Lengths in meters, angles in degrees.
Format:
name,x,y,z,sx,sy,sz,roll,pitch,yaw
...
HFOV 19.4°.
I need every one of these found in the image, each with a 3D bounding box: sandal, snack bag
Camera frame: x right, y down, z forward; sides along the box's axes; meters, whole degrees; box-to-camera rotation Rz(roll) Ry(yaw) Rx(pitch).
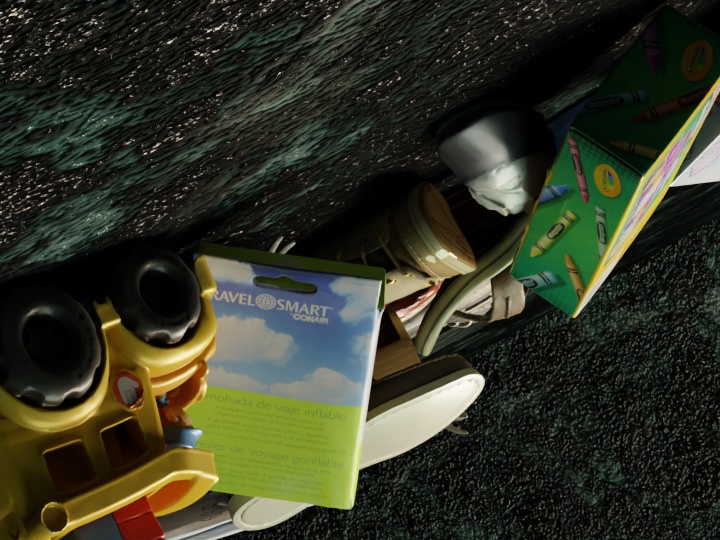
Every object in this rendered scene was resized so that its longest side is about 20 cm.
name,x,y,z,sx,sy,sz,roll,pitch,yaw
sandal,0.110,0.002,1.566,0.201,0.057,0.080,-43,-174,27
snack bag,-0.105,0.182,1.701,0.188,0.021,0.200,-19,-173,-1

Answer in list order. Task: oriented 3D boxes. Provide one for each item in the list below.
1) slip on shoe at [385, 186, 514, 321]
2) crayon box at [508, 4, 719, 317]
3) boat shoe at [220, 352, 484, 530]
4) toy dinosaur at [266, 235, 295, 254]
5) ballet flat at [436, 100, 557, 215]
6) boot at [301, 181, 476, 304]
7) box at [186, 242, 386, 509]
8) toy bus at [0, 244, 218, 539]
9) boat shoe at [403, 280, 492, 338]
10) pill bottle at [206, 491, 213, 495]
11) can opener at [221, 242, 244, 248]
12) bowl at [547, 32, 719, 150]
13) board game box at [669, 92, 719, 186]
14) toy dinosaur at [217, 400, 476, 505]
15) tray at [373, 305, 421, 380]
name,x,y,z,sx,sy,sz,roll,pitch,yaw
slip on shoe,0.054,-0.018,1.643,0.200,0.074,0.061,-28,158,-13
crayon box,0.168,-0.067,1.369,0.119,0.058,0.200,-51,169,-26
boat shoe,-0.011,0.107,1.467,0.200,0.060,0.072,-31,147,3
toy dinosaur,-0.071,0.082,1.457,0.200,0.105,0.181,-57,-154,1
ballet flat,0.102,-0.071,1.402,0.073,0.073,0.200,-29,173,12
boot,0.000,0.000,1.516,0.155,0.073,0.200,-28,-177,3
box,-0.052,0.061,1.334,0.122,0.048,0.200,8,129,0
toy bus,-0.149,0.102,1.204,0.200,0.192,0.136,-23,171,-43
boat shoe,0.082,0.019,1.822,0.200,0.075,0.073,-32,132,-1
pill bottle,-0.079,0.099,1.690,0.200,0.120,0.120,-21,173,-8
can opener,-0.139,0.049,1.389,0.200,0.063,0.079,-31,172,29
bowl,0.218,-0.120,1.614,0.201,0.039,0.201,-27,173,-4
board game box,0.306,-0.145,1.516,0.200,0.041,0.200,-47,164,22
toy dinosaur,-0.023,0.114,1.588,0.200,0.077,0.102,-22,-174,-12
tray,-0.055,0.092,1.544,0.200,0.037,0.099,-23,-166,-1
